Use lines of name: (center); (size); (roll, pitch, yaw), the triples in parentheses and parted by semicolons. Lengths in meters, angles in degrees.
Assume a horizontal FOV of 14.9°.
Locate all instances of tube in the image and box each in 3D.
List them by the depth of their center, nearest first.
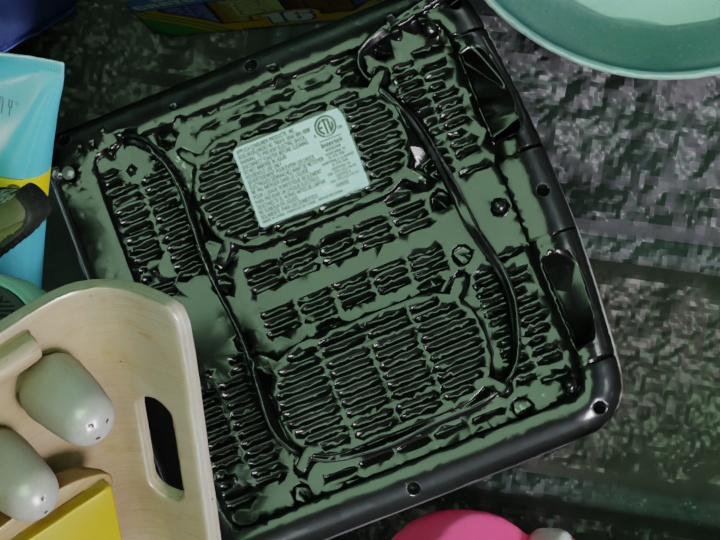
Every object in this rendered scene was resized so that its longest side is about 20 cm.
tube: (-0.148, -0.008, 1.030); (0.077, 0.200, 0.050); (8, 42, 3)

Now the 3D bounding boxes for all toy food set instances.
toy food set: (-0.130, 0.108, 0.879); (0.200, 0.144, 0.060); (-33, 49, -26)

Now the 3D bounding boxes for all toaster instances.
toaster: (0.000, 0.000, 1.044); (0.200, 0.119, 0.181); (-22, 85, 4)

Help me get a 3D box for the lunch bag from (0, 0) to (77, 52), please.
lunch bag: (-0.187, -0.134, 1.070); (0.132, 0.200, 0.136); (-17, 103, 14)

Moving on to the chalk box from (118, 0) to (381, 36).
chalk box: (-0.043, -0.170, 1.053); (0.124, 0.200, 0.125); (-6, 86, 5)

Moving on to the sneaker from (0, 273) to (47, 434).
sneaker: (-0.160, 0.094, 0.973); (0.200, 0.140, 0.078); (-41, 69, 3)

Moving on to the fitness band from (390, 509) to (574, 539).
fitness band: (0.058, 0.183, 1.036); (0.037, 0.144, 0.200); (-5, 126, 38)

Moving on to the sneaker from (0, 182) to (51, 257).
sneaker: (-0.207, -0.025, 0.975); (0.199, 0.077, 0.089); (-6, 107, 19)

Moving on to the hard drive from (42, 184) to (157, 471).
hard drive: (-0.064, 0.013, 1.126); (0.199, 0.033, 0.140); (-9, 85, 4)

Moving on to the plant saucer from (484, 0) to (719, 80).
plant saucer: (0.125, -0.174, 1.120); (0.199, 0.036, 0.201); (0, 85, 5)
